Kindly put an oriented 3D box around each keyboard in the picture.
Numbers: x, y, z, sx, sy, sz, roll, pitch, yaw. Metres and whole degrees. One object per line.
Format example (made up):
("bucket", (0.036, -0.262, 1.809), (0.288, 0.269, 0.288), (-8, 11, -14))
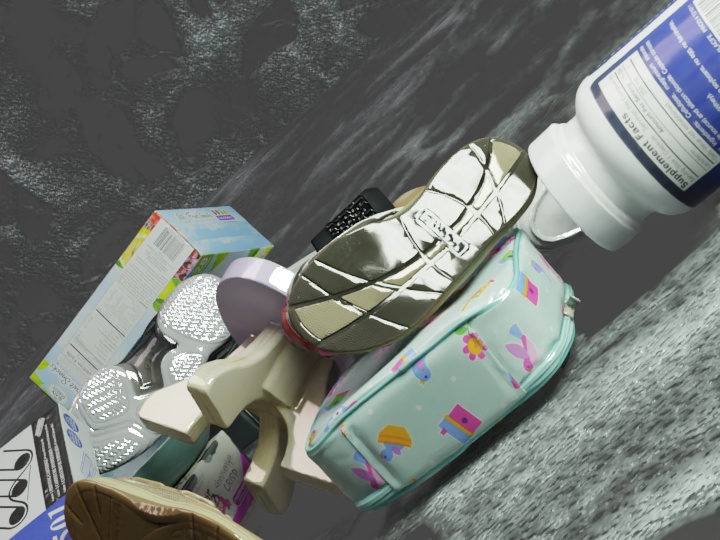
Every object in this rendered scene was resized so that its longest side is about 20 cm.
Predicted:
("keyboard", (0.000, 0.000, 1.427), (0.104, 0.040, 0.200), (-48, 30, 6))

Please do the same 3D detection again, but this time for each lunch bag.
("lunch bag", (0.060, 0.064, 1.233), (0.200, 0.077, 0.160), (-40, 7, 17))

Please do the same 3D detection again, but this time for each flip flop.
("flip flop", (0.038, -0.013, 1.226), (0.200, 0.081, 0.058), (-42, -11, -18))

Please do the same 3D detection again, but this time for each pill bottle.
("pill bottle", (0.215, -0.110, 1.211), (0.200, 0.116, 0.116), (-40, 11, 21))

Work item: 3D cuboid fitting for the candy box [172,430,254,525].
("candy box", (-0.181, 0.237, 1.526), (0.200, 0.061, 0.137), (-40, 9, 27))

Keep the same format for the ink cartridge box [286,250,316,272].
("ink cartridge box", (-0.043, 0.010, 1.724), (0.173, 0.044, 0.200), (-32, -2, 24))

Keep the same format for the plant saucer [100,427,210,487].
("plant saucer", (-0.192, 0.178, 1.537), (0.200, 0.036, 0.200), (-41, 8, 7))

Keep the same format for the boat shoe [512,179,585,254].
("boat shoe", (0.195, -0.084, 1.344), (0.199, 0.072, 0.069), (-35, 11, 0))

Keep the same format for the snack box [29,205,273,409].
("snack box", (-0.189, 0.037, 1.674), (0.200, 0.068, 0.168), (-53, -13, 14))

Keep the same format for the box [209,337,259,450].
("box", (-0.158, 0.143, 1.755), (0.200, 0.079, 0.141), (-38, 9, 30))

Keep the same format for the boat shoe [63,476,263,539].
("boat shoe", (-0.114, 0.186, 1.264), (0.064, 0.199, 0.072), (-11, -62, -55))

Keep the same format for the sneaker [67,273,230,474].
("sneaker", (-0.176, 0.096, 1.532), (0.200, 0.075, 0.114), (-50, -2, -14))

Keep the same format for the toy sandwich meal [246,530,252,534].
("toy sandwich meal", (-0.153, 0.258, 1.316), (0.205, 0.070, 0.205), (-43, 11, 10))

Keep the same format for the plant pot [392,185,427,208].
("plant pot", (0.010, 0.008, 1.565), (0.201, 0.027, 0.200), (-57, -9, -14))

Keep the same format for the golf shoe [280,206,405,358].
("golf shoe", (0.037, -0.010, 1.299), (0.199, 0.073, 0.092), (-29, -22, -28))

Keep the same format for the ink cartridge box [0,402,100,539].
("ink cartridge box", (-0.237, 0.196, 1.374), (0.094, 0.044, 0.200), (-38, 35, 8))

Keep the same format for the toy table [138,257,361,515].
("toy table", (-0.065, 0.094, 1.378), (0.183, 0.200, 0.118), (9, 58, 38))
